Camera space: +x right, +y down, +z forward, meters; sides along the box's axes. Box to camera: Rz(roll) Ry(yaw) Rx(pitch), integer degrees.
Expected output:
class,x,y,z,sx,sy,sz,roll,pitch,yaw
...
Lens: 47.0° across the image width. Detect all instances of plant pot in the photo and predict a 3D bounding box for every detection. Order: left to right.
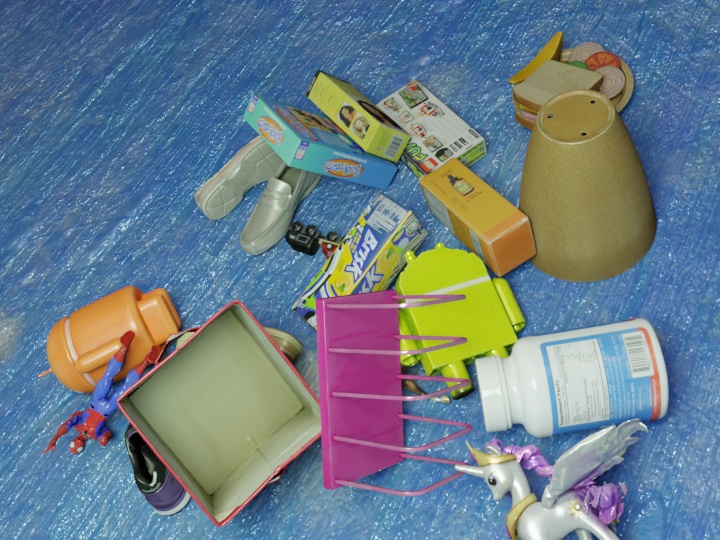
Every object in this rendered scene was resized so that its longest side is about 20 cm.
class,x,y,z,sx,sy,sz,roll,pitch,yaw
plant pot,0.279,-0.123,1.053,0.182,0.202,0.189,-11,49,12

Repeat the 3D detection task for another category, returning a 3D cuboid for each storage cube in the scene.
class,x,y,z,sx,sy,sz,roll,pitch,yaw
storage cube,-0.161,0.156,0.966,0.170,0.180,0.201,-40,94,-13

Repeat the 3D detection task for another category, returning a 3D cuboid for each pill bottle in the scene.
class,x,y,z,sx,sy,sz,roll,pitch,yaw
pill bottle,0.231,0.124,0.925,0.195,0.113,0.114,-10,50,7

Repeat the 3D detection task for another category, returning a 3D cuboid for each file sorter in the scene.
class,x,y,z,sx,sy,sz,roll,pitch,yaw
file sorter,0.044,0.128,0.904,0.123,0.138,0.205,-1,92,38

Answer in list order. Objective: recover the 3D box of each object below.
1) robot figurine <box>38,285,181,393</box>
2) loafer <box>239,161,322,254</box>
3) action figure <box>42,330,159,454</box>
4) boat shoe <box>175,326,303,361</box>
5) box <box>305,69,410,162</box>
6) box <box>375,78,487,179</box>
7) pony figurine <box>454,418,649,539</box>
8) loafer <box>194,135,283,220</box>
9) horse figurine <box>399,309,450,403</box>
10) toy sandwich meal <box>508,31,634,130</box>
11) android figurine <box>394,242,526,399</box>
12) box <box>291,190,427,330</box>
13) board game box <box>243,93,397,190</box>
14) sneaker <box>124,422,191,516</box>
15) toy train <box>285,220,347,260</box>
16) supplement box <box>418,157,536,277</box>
class,x,y,z,sx,sy,sz,roll,pitch,yaw
robot figurine,-0.355,0.098,1.173,0.197,0.117,0.145,-25,51,-2
loafer,-0.128,-0.114,1.282,0.069,0.070,0.202,13,59,30
action figure,-0.341,0.183,1.079,0.201,0.065,0.099,-53,11,24
boat shoe,-0.169,0.117,1.119,0.196,0.073,0.064,-2,59,23
box,-0.007,-0.245,1.302,0.200,0.074,0.051,47,115,41
box,0.098,-0.217,1.303,0.109,0.035,0.201,-33,49,-7
pony figurine,0.211,0.241,0.839,0.190,0.167,0.203,-22,66,3
loafer,-0.190,-0.168,1.354,0.199,0.072,0.063,-42,44,-11
horse figurine,0.060,0.090,1.067,0.129,0.050,0.203,3,57,15
toy sandwich meal,0.314,-0.285,1.252,0.200,0.071,0.208,-10,51,13
android figurine,0.115,0.055,1.032,0.178,0.041,0.203,-16,66,-18
box,0.000,0.000,1.116,0.064,0.070,0.201,35,86,35
board game box,-0.059,-0.193,1.247,0.152,0.197,0.046,48,117,40
sneaker,-0.267,0.207,1.071,0.075,0.088,0.202,-26,48,-1
toy train,-0.030,-0.029,1.204,0.197,0.034,0.046,17,64,31
supplement box,0.156,-0.077,1.132,0.066,0.069,0.201,-31,41,-6
